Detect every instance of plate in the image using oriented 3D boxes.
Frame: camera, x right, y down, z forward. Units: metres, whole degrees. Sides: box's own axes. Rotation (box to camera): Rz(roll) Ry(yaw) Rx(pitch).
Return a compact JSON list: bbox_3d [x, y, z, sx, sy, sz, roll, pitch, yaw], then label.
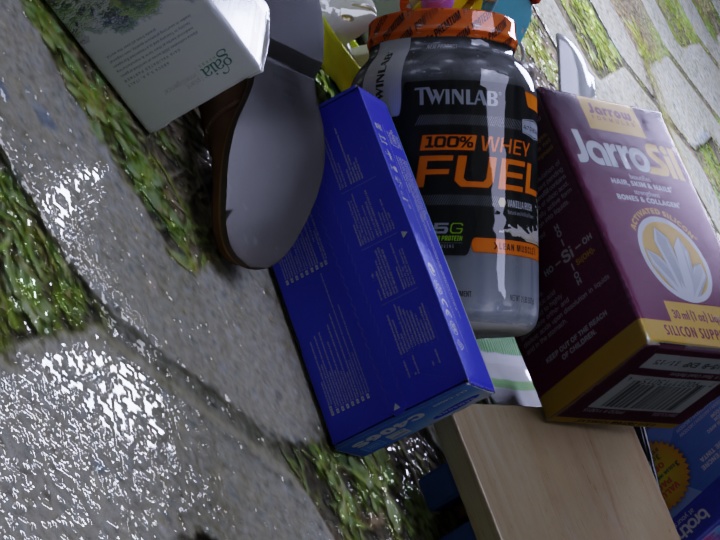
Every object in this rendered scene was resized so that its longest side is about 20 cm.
[{"bbox_3d":[0.181,-0.076,1.759,0.200,0.032,0.201,54,33,-80],"label":"plate"}]

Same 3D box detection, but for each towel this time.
[{"bbox_3d":[0.090,0.035,1.583,0.201,0.023,0.152,67,19,13],"label":"towel"}]

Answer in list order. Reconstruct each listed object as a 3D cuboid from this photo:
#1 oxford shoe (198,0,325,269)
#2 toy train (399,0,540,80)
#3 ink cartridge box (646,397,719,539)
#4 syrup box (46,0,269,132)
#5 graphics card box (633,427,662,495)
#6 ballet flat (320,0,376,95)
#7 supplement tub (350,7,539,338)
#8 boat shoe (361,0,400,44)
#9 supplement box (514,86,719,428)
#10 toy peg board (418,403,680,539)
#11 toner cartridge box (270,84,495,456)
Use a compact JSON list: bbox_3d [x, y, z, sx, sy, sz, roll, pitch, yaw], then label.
[{"bbox_3d":[-0.066,-0.084,1.278,0.071,0.071,0.201,32,50,-38],"label":"oxford shoe"},{"bbox_3d":[0.056,-0.146,1.504,0.200,0.055,0.151,-31,138,-49],"label":"toy train"},{"bbox_3d":[0.254,0.134,1.626,0.200,0.136,0.076,52,14,28],"label":"ink cartridge box"},{"bbox_3d":[-0.137,-0.183,1.193,0.200,0.078,0.082,52,21,-28],"label":"syrup box"},{"bbox_3d":[0.174,0.132,1.527,0.126,0.051,0.201,91,-14,-73],"label":"graphics card box"},{"bbox_3d":[-0.006,-0.155,1.518,0.200,0.067,0.067,52,16,-28],"label":"ballet flat"},{"bbox_3d":[0.052,-0.059,1.365,0.122,0.122,0.201,12,76,-66],"label":"supplement tub"},{"bbox_3d":[0.050,-0.179,1.722,0.201,0.070,0.072,43,7,-42],"label":"boat shoe"},{"bbox_3d":[0.163,-0.006,1.424,0.130,0.103,0.201,5,53,-42],"label":"supplement box"},{"bbox_3d":[0.117,0.197,1.367,0.199,0.098,0.201,6,56,-50],"label":"toy peg board"},{"bbox_3d":[0.000,0.000,1.284,0.043,0.095,0.201,22,45,-61],"label":"toner cartridge box"}]
